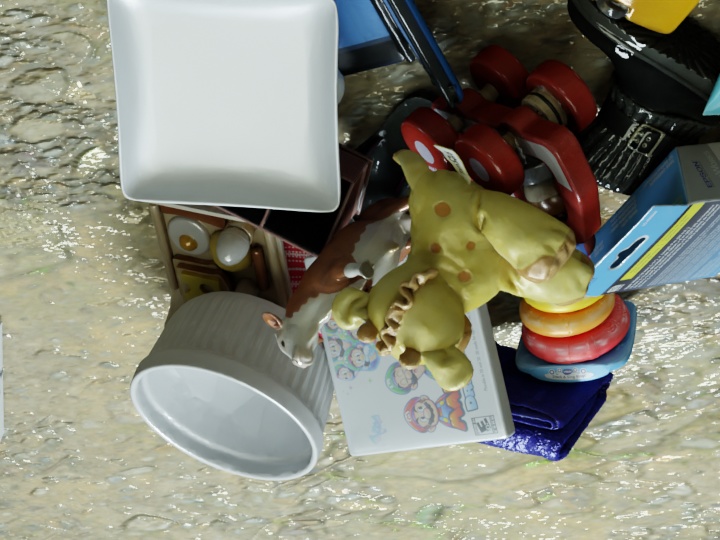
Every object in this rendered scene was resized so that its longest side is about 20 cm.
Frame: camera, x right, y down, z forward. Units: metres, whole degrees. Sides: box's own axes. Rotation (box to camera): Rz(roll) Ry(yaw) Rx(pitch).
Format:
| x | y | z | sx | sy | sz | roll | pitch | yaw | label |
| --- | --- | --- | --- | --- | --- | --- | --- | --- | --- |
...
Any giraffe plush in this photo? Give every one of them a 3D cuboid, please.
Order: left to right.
| x | y | z | sx | sy | sz | roll | pitch | yaw | label |
| --- | --- | --- | --- | --- | --- | --- | --- | --- | --- |
| 0.074 | 0.012 | 1.503 | 0.172 | 0.163 | 0.200 | 21 | 169 | 46 | giraffe plush |

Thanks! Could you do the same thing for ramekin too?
| x | y | z | sx | sy | sz | roll | pitch | yaw | label |
| --- | --- | --- | --- | --- | --- | --- | --- | --- | --- |
| -0.118 | 0.109 | 1.806 | 0.198 | 0.106 | 0.201 | 16 | 147 | 10 | ramekin |

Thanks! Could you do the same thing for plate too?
| x | y | z | sx | sy | sz | roll | pitch | yaw | label |
| --- | --- | --- | --- | --- | --- | --- | --- | --- | --- |
| -0.113 | -0.150 | 1.569 | 0.197 | 0.032 | 0.202 | 4 | 119 | 8 | plate |

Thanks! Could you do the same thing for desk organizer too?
| x | y | z | sx | sy | sz | roll | pitch | yaw | label |
| --- | --- | --- | --- | --- | --- | --- | --- | --- | --- |
| -0.097 | -0.096 | 1.663 | 0.198 | 0.077 | 0.072 | 26 | 138 | 10 | desk organizer |

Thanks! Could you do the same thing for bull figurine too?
| x | y | z | sx | sy | sz | roll | pitch | yaw | label |
| --- | --- | --- | --- | --- | --- | --- | --- | --- | --- |
| 0.000 | 0.000 | 1.609 | 0.121 | 0.200 | 0.065 | -15 | 121 | 48 | bull figurine |

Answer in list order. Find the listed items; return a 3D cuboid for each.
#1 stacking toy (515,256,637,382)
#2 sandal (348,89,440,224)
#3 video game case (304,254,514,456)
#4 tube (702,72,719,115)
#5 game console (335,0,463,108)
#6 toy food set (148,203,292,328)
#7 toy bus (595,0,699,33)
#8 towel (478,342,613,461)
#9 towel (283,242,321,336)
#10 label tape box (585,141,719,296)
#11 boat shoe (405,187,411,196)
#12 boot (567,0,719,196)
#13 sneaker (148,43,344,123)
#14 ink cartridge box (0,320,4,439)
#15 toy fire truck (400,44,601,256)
| x | y | z | sx | sy | sz | roll | pitch | yaw | label |
| --- | --- | --- | --- | --- | --- | --- | --- | --- | --- |
| 0.192 | -0.003 | 1.736 | 0.115 | 0.110 | 0.202 | -3 | 124 | 18 | stacking toy |
| 0.017 | -0.087 | 1.699 | 0.075 | 0.048 | 0.201 | 34 | 130 | -1 | sandal |
| 0.044 | 0.070 | 1.731 | 0.181 | 0.024 | 0.202 | -10 | 96 | 34 | video game case |
| 0.340 | -0.212 | 1.481 | 0.077 | 0.051 | 0.201 | -1 | 128 | -22 | tube |
| -0.021 | -0.220 | 1.537 | 0.118 | 0.171 | 0.201 | -31 | 127 | 4 | game console |
| -0.147 | 0.003 | 1.808 | 0.142 | 0.061 | 0.201 | 11 | 138 | 18 | toy food set |
| 0.186 | -0.266 | 1.466 | 0.198 | 0.079 | 0.065 | 26 | 136 | -15 | toy bus |
| 0.132 | 0.112 | 1.790 | 0.198 | 0.148 | 0.050 | 14 | 125 | 24 | towel |
| -0.031 | 0.012 | 1.843 | 0.143 | 0.023 | 0.201 | 8 | 136 | 3 | towel |
| 0.275 | -0.047 | 1.611 | 0.198 | 0.067 | 0.143 | -6 | 150 | -37 | label tape box |
| 0.075 | -0.012 | 1.759 | 0.066 | 0.074 | 0.202 | -11 | 118 | -33 | boat shoe |
| 0.221 | -0.156 | 1.572 | 0.210 | 0.080 | 0.158 | 33 | 133 | -22 | boot |
| -0.109 | -0.181 | 1.615 | 0.198 | 0.081 | 0.077 | 8 | 118 | 7 | sneaker |
| -0.473 | 0.133 | 2.014 | 0.143 | 0.084 | 0.201 | 12 | 137 | 0 | ink cartridge box |
| 0.140 | -0.089 | 1.577 | 0.199 | 0.112 | 0.169 | 26 | 153 | 54 | toy fire truck |
